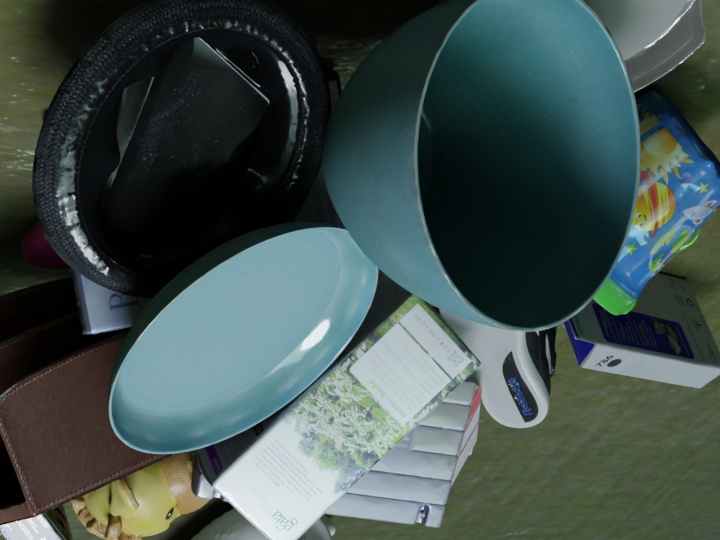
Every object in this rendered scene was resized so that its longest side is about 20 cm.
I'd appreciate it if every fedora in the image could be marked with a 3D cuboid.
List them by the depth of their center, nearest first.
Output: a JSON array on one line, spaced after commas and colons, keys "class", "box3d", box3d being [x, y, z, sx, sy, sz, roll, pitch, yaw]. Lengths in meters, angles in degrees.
[{"class": "fedora", "box3d": [-0.118, -0.087, 0.971, 0.200, 0.092, 0.201, -13, 118, -24]}]

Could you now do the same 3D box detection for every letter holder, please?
[{"class": "letter holder", "box3d": [-0.190, 0.072, 1.074, 0.200, 0.143, 0.100, -21, -179, -45]}]

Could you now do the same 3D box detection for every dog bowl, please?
[{"class": "dog bowl", "box3d": [0.140, -0.185, 1.011, 0.199, 0.059, 0.200, -12, 147, -8]}]

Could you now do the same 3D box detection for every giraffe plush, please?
[{"class": "giraffe plush", "box3d": [-0.174, 0.133, 1.239, 0.199, 0.163, 0.173, -27, 147, 13]}]

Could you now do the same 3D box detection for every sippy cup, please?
[{"class": "sippy cup", "box3d": [0.200, -0.058, 1.177, 0.130, 0.140, 0.178, -40, -179, 15]}]

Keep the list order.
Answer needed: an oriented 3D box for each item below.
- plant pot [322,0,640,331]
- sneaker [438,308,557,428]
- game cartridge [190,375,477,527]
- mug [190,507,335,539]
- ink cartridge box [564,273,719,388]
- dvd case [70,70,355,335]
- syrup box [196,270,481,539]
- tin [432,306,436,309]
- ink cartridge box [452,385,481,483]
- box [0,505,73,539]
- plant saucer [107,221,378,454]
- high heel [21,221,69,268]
[{"class": "plant pot", "box3d": [0.055, -0.068, 0.951, 0.200, 0.201, 0.134, 18, 170, -43]}, {"class": "sneaker", "box3d": [0.114, 0.021, 1.290, 0.073, 0.112, 0.200, -3, 128, 18]}, {"class": "game cartridge", "box3d": [-0.019, 0.121, 1.203, 0.199, 0.038, 0.130, 10, 98, -17]}, {"class": "mug", "box3d": [-0.097, 0.303, 1.577, 0.175, 0.148, 0.200, -49, 167, 30]}, {"class": "ink cartridge box", "box3d": [0.224, 0.041, 1.354, 0.200, 0.100, 0.039, 14, 138, -39]}, {"class": "dvd case", "box3d": [-0.099, -0.046, 1.048, 0.199, 0.143, 0.018, -11, -173, -10]}, {"class": "syrup box", "box3d": [-0.018, 0.098, 1.136, 0.200, 0.081, 0.079, -43, 111, 1]}, {"class": "tin", "box3d": [0.000, 0.000, 1.198, 0.112, 0.042, 0.200, -56, 144, -4]}, {"class": "ink cartridge box", "box3d": [0.037, 0.132, 1.355, 0.116, 0.068, 0.200, 26, 161, 13]}, {"class": "box", "box3d": [-0.278, 0.121, 1.142, 0.035, 0.110, 0.200, -32, 118, -4]}, {"class": "plant saucer", "box3d": [-0.078, 0.039, 1.008, 0.200, 0.027, 0.200, -30, 150, -19]}, {"class": "high heel", "box3d": [-0.135, -0.015, 1.098, 0.199, 0.096, 0.067, -14, 148, -6]}]
